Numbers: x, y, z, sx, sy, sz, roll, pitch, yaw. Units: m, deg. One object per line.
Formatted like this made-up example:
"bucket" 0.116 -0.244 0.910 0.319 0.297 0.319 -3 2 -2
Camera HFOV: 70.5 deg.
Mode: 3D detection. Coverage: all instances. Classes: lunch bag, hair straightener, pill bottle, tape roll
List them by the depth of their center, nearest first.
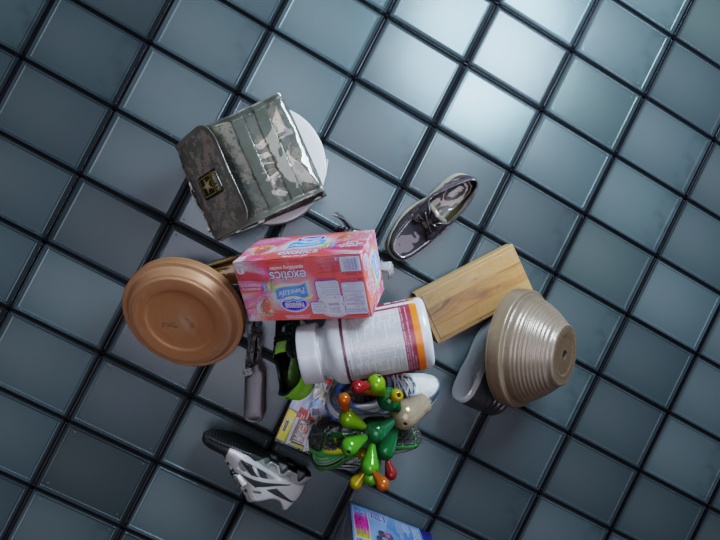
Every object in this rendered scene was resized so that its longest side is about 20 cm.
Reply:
"pill bottle" 0.007 0.112 0.779 0.198 0.110 0.111 -11 93 2
"lunch bag" -0.175 -0.155 0.796 0.198 0.118 0.166 -24 94 1
"hair straightener" -0.173 0.157 0.859 0.040 0.077 0.203 6 91 -5
"tape roll" -0.156 -0.178 0.871 0.200 0.037 0.206 0 91 -7

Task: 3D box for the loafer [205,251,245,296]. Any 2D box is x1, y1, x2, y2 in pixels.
"loafer" -0.188 0.002 0.846 0.198 0.072 0.073 -21 66 -7

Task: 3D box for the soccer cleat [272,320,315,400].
"soccer cleat" -0.114 0.111 0.843 0.067 0.081 0.202 -12 75 19

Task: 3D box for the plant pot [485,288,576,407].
"plant pot" 0.297 0.135 0.852 0.200 0.092 0.204 -7 100 -45

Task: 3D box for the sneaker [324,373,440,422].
"sneaker" 0.044 0.199 0.829 0.198 0.086 0.078 -7 54 -16

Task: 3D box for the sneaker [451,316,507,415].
"sneaker" 0.249 0.168 0.918 0.099 0.071 0.201 39 76 -24

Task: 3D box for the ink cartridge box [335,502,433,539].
"ink cartridge box" 0.061 0.494 0.865 0.198 0.136 0.077 25 94 -7

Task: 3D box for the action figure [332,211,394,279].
"action figure" 0.000 0.000 0.856 0.101 0.119 0.202 -6 105 -5

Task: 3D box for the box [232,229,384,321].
"box" -0.073 0.009 0.762 0.198 0.095 0.104 -4 113 17

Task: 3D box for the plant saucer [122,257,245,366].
"plant saucer" -0.287 0.075 0.821 0.198 0.032 0.202 2 118 4

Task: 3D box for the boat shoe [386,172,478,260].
"boat shoe" 0.126 -0.097 0.891 0.200 0.065 0.072 -41 97 -3

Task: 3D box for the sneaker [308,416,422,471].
"sneaker" 0.009 0.288 0.858 0.197 0.078 0.086 -1 126 -13

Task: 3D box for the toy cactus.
"toy cactus" 0.044 0.230 0.758 0.164 0.102 0.202 -18 111 -35

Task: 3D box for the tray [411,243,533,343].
"tray" 0.203 0.041 0.919 0.198 0.037 0.099 -27 94 -4

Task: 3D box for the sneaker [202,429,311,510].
"sneaker" -0.190 0.343 0.864 0.199 0.074 0.089 30 86 -6

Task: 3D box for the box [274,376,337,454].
"box" -0.049 0.225 0.894 0.135 0.038 0.202 24 89 -8
